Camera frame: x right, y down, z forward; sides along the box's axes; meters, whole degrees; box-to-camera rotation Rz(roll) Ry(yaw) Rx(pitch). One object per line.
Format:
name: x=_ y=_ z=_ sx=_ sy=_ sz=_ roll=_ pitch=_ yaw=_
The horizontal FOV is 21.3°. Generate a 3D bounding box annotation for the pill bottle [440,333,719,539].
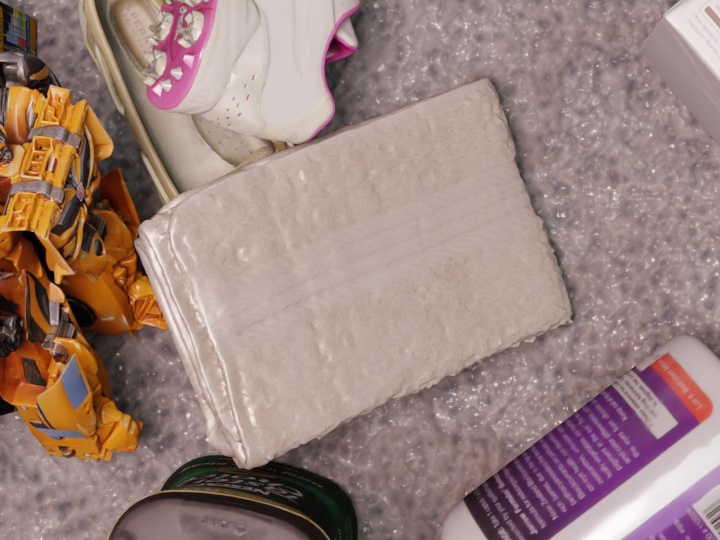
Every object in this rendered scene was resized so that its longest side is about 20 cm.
pill bottle: x=0.109 y=0.131 z=0.899 sx=0.200 sy=0.111 sz=0.111 roll=-37 pitch=89 yaw=2

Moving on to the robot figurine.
robot figurine: x=-0.136 y=-0.004 z=0.856 sx=0.058 sy=0.200 sz=0.145 roll=4 pitch=58 yaw=10

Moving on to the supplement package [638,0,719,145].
supplement package: x=0.237 y=-0.068 z=0.870 sx=0.111 sy=0.156 sz=0.200 roll=-40 pitch=88 yaw=4

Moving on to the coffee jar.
coffee jar: x=-0.057 y=0.136 z=0.863 sx=0.104 sy=0.200 sz=0.085 roll=11 pitch=91 yaw=2

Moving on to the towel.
towel: x=0.000 y=0.000 z=0.907 sx=0.200 sy=0.034 sz=0.133 roll=-22 pitch=96 yaw=-23

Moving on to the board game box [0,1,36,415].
board game box: x=-0.194 y=-0.029 z=0.886 sx=0.057 sy=0.165 sz=0.200 roll=0 pitch=91 yaw=3

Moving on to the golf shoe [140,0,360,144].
golf shoe: x=-0.040 y=-0.146 z=0.911 sx=0.091 sy=0.075 sz=0.200 roll=25 pitch=61 yaw=-22

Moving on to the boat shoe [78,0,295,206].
boat shoe: x=-0.075 y=-0.063 z=0.930 sx=0.073 sy=0.063 sz=0.201 roll=-29 pitch=89 yaw=3
